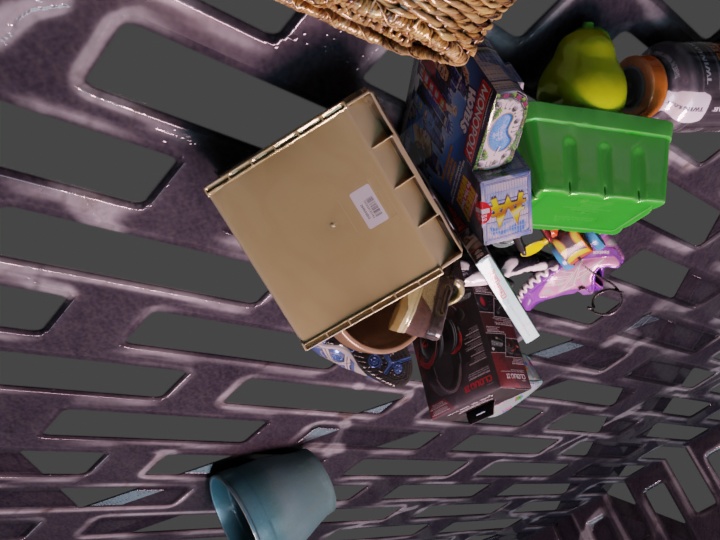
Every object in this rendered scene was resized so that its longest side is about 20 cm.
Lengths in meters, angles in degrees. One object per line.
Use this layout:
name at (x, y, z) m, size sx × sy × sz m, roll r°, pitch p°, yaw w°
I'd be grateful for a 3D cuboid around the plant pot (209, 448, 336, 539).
plant pot at (-0.156, 0.435, 1.538) m, size 0.187 × 0.200 × 0.201 m, roll -24°, pitch 152°, yaw -28°

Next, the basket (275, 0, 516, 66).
basket at (0.012, -0.229, 0.674) m, size 0.199 × 0.143 × 0.149 m, roll 11°, pitch 135°, yaw -42°

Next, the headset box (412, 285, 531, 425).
headset box at (0.161, 0.127, 1.226) m, size 0.075 × 0.201 × 0.148 m, roll 8°, pitch 150°, yaw -40°

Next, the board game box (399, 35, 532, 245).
board game box at (0.116, -0.138, 0.819) m, size 0.061 × 0.201 × 0.201 m, roll -15°, pitch 147°, yaw -18°

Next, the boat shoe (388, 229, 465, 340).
boat shoe at (0.089, 0.017, 0.950) m, size 0.066 × 0.201 × 0.072 m, roll 30°, pitch 126°, yaw 2°

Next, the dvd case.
dvd case at (0.128, -0.028, 0.912) m, size 0.022 × 0.201 × 0.146 m, roll -32°, pitch 131°, yaw 7°

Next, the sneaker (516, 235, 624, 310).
sneaker at (0.327, 0.009, 1.263) m, size 0.200 × 0.089 × 0.080 m, roll -47°, pitch 173°, yaw 35°

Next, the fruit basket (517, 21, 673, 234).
fruit basket at (0.234, -0.156, 0.903) m, size 0.214 × 0.217 × 0.156 m, roll -6°, pitch 162°, yaw -24°

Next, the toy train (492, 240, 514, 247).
toy train at (0.203, -0.110, 1.039) m, size 0.199 × 0.086 × 0.114 m, roll -35°, pitch 137°, yaw 19°

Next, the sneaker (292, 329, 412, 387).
sneaker at (-0.012, 0.103, 1.169) m, size 0.199 × 0.076 × 0.077 m, roll 34°, pitch 159°, yaw -11°

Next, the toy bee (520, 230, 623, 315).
toy bee at (0.283, -0.051, 1.084) m, size 0.131 × 0.200 × 0.109 m, roll -48°, pitch 126°, yaw 3°

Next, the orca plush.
orca plush at (0.203, -0.025, 1.170) m, size 0.198 × 0.105 × 0.072 m, roll -2°, pitch 110°, yaw -11°

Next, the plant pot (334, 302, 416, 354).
plant pot at (0.000, 0.000, 1.017) m, size 0.200 × 0.203 × 0.092 m, roll 9°, pitch 174°, yaw -41°

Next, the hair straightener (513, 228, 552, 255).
hair straightener at (0.153, -0.098, 0.973) m, size 0.077 × 0.041 × 0.200 m, roll -30°, pitch 113°, yaw 12°

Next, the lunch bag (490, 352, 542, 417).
lunch bag at (0.232, 0.219, 1.548) m, size 0.199 × 0.077 × 0.160 m, roll 11°, pitch 137°, yaw -42°

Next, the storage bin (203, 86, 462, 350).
storage bin at (-0.025, -0.056, 0.849) m, size 0.198 × 0.201 × 0.094 m, roll -30°, pitch -170°, yaw 11°

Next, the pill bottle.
pill bottle at (0.394, -0.217, 0.968) m, size 0.199 × 0.107 × 0.107 m, roll -6°, pitch 145°, yaw -25°
